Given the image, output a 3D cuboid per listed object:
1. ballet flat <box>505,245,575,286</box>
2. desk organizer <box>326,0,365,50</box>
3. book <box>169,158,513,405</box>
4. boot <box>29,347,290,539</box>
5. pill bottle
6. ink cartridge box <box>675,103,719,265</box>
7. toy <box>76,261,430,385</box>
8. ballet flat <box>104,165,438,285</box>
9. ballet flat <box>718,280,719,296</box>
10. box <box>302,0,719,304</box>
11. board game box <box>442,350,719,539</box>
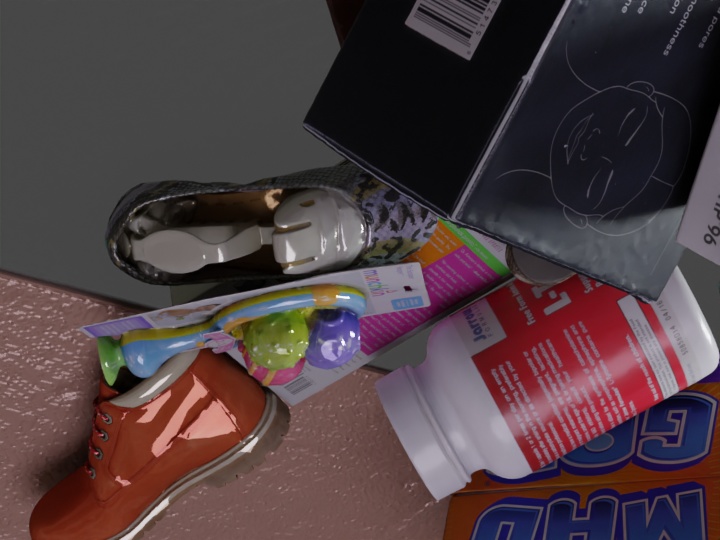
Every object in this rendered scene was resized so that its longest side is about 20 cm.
[{"bbox_3d":[0.171,-0.056,1.173,0.199,0.046,0.068,-37,89,-4],"label":"ballet flat"},{"bbox_3d":[0.023,-0.148,1.052,0.076,0.072,0.201,-14,134,4],"label":"desk organizer"},{"bbox_3d":[0.000,0.000,1.206,0.199,0.048,0.134,-30,134,17],"label":"book"},{"bbox_3d":[-0.155,0.113,1.266,0.199,0.075,0.107,-35,123,14],"label":"boot"},{"bbox_3d":[0.114,0.059,1.221,0.199,0.113,0.113,-29,133,2],"label":"pill bottle"},{"bbox_3d":[0.228,-0.068,0.987,0.200,0.068,0.117,-34,146,-45],"label":"ink cartridge box"},{"bbox_3d":[-0.057,0.042,1.147,0.198,0.048,0.115,-7,167,4],"label":"toy"},{"bbox_3d":[-0.056,-0.019,1.118,0.199,0.072,0.072,-3,136,13],"label":"ballet flat"},{"bbox_3d":[0.280,0.061,1.320,0.071,0.069,0.201,-25,136,-16],"label":"ballet flat"},{"bbox_3d":[0.109,-0.112,0.987,0.196,0.124,0.201,20,101,-49],"label":"box"},{"bbox_3d":[0.183,0.197,1.286,0.199,0.201,0.200,-7,138,25],"label":"board game box"}]
